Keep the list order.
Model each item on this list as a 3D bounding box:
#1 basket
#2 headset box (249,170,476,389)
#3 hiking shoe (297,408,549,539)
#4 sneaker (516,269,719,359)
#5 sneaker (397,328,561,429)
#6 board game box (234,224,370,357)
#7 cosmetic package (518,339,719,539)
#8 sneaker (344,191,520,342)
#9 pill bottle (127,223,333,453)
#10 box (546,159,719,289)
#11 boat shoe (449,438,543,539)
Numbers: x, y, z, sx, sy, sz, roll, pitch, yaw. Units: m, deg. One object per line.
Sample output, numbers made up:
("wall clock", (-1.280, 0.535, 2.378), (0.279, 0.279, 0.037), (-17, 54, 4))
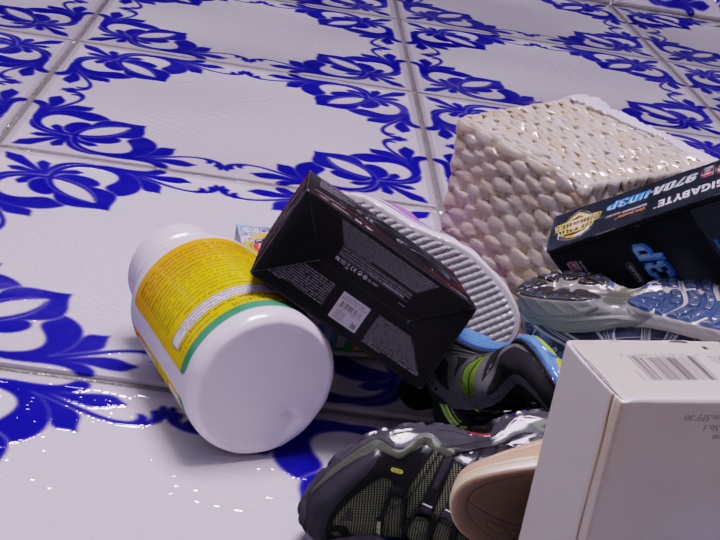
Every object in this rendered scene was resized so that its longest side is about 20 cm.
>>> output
("basket", (0.184, -0.035, 1.191), (0.160, 0.199, 0.200), (-7, 28, -31))
("headset box", (0.000, 0.000, 1.015), (0.148, 0.077, 0.200), (35, 7, -5))
("hiking shoe", (0.061, 0.151, 0.844), (0.199, 0.076, 0.101), (-11, 49, -7))
("sneaker", (0.214, 0.053, 0.988), (0.199, 0.086, 0.077), (8, 25, 32))
("sneaker", (0.096, 0.090, 0.976), (0.083, 0.071, 0.199), (-52, 25, -19))
("board game box", (-0.038, 0.016, 1.189), (0.134, 0.034, 0.200), (4, 23, -14))
("cosmetic package", (0.151, 0.143, 0.746), (0.103, 0.201, 0.073), (1, 23, -18))
("sneaker", (0.067, -0.005, 1.181), (0.200, 0.073, 0.114), (40, 11, 13))
("pill bottle", (-0.107, 0.041, 0.998), (0.112, 0.113, 0.200), (-2, 24, -27))
("box", (0.264, 0.016, 1.036), (0.158, 0.200, 0.046), (-18, 35, 35))
("boat shoe", (0.144, 0.125, 0.817), (0.199, 0.072, 0.065), (-3, 30, -15))
